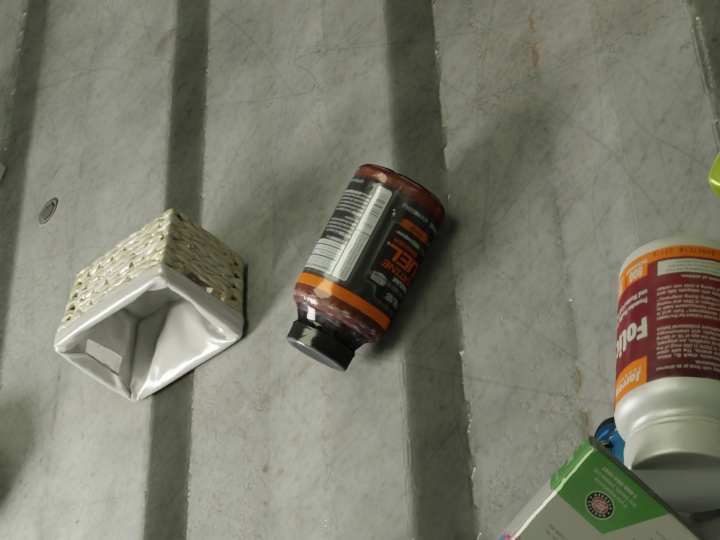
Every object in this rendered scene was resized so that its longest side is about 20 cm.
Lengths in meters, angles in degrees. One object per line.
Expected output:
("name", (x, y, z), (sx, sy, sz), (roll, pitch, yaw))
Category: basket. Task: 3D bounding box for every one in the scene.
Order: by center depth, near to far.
("basket", (-0.239, 0.039, 2.149), (0.199, 0.135, 0.124), (-30, 36, 34))

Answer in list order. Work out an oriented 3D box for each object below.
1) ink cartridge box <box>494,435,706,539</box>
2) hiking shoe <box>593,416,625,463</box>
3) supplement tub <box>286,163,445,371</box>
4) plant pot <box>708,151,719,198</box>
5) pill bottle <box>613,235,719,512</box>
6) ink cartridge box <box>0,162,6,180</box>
("ink cartridge box", (0.159, 0.247, 1.383), (0.200, 0.145, 0.088), (-49, -2, 4))
("hiking shoe", (0.193, 0.199, 1.492), (0.074, 0.086, 0.201), (-20, 47, 42))
("supplement tub", (0.000, 0.000, 1.897), (0.107, 0.107, 0.201), (15, 74, 55))
("plant pot", (0.411, -0.078, 1.361), (0.181, 0.200, 0.200), (26, 82, 49))
("pill bottle", (0.260, 0.083, 1.481), (0.114, 0.114, 0.201), (-26, 43, 37))
("ink cartridge box", (-0.639, -0.144, 2.779), (0.124, 0.200, 0.129), (3, 63, 33))
